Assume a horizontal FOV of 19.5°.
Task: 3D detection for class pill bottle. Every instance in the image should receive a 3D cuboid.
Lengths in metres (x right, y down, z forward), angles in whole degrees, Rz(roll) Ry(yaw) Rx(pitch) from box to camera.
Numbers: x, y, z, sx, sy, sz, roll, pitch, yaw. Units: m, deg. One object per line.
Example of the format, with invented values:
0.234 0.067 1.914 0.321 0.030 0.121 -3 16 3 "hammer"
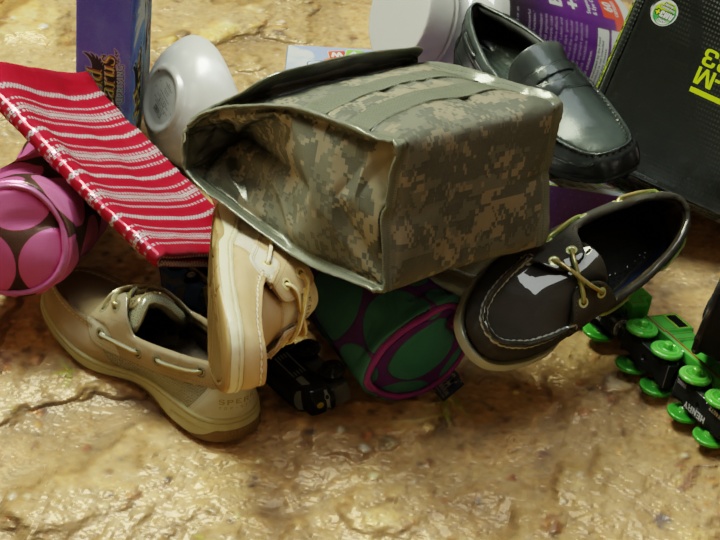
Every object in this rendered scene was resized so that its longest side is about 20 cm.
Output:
0.109 -0.183 1.642 0.199 0.112 0.112 9 26 -34 "pill bottle"

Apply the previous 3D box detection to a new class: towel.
-0.167 -0.073 1.438 0.200 0.023 0.144 44 18 19 "towel"

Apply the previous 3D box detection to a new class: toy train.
-0.079 0.039 1.415 0.046 0.034 0.200 -29 44 -24 "toy train"
0.204 0.055 1.411 0.056 0.042 0.200 -4 32 -31 "toy train"

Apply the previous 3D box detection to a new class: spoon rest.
-0.112 -0.094 1.578 0.060 0.100 0.201 7 41 -36 "spoon rest"

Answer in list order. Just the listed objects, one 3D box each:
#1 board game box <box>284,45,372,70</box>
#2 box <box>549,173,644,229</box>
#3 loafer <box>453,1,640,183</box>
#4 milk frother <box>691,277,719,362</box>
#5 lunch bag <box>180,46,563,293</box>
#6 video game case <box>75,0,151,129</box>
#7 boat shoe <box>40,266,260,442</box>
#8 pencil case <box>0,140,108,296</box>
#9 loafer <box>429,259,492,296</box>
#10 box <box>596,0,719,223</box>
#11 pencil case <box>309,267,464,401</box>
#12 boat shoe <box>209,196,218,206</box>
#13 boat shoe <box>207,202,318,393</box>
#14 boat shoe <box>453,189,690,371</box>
0.010 -0.115 1.654 0.150 0.037 0.201 3 32 -1 "board game box"
0.111 -0.074 1.525 0.199 0.039 0.137 7 26 -43 "box"
0.127 -0.127 1.488 0.068 0.071 0.201 -23 40 -20 "loafer"
0.342 -0.007 1.348 0.187 0.201 0.180 25 28 12 "milk frother"
0.003 -0.077 1.339 0.199 0.119 0.163 22 26 40 "lunch bag"
-0.186 -0.192 1.603 0.045 0.201 0.182 4 33 -1 "video game case"
-0.138 0.038 1.378 0.072 0.065 0.199 -24 42 -36 "boat shoe"
-0.223 -0.048 1.452 0.093 0.091 0.200 -13 12 11 "pencil case"
0.045 -0.031 1.497 0.199 0.069 0.076 25 38 29 "loafer"
0.279 -0.134 1.532 0.199 0.194 0.048 25 -5 -1 "box"
0.000 0.000 1.416 0.092 0.085 0.200 -30 48 -8 "pencil case"
-0.062 -0.097 1.517 0.064 0.072 0.200 36 33 13 "boat shoe"
-0.060 0.013 1.313 0.069 0.074 0.200 4 28 -6 "boat shoe"
0.140 0.000 1.369 0.201 0.061 0.072 -32 88 -39 "boat shoe"
